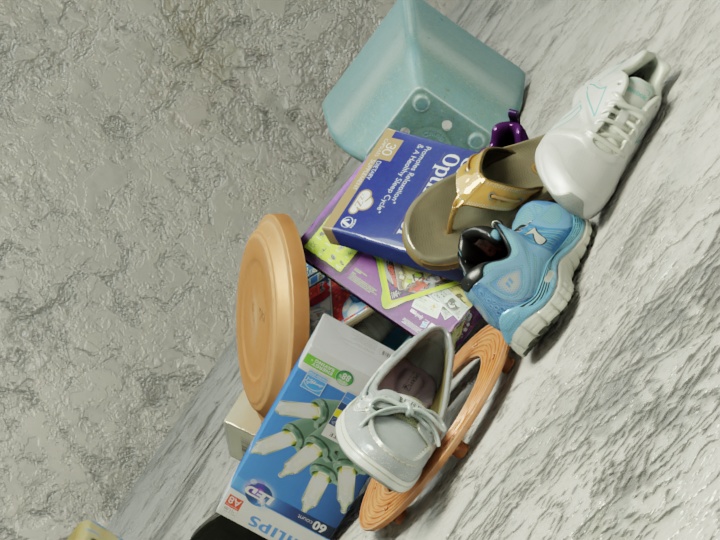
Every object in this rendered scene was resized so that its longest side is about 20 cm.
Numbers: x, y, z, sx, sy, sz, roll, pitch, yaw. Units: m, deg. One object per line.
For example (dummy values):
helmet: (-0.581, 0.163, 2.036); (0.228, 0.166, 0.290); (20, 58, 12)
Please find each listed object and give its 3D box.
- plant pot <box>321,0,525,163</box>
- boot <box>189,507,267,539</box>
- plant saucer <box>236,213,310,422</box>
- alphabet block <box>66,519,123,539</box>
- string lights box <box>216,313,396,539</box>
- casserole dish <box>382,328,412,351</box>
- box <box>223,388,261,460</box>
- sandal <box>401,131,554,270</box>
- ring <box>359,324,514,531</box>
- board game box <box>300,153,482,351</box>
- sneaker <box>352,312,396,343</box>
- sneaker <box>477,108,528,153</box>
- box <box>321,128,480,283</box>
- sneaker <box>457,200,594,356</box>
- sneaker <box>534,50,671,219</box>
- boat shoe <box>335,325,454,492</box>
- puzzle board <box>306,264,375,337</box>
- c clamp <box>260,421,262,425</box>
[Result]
plant pot: (0.079, -0.187, 2.020); (0.196, 0.196, 0.200); (-51, 16, 22)
boot: (-0.079, 0.193, 1.576); (0.200, 0.069, 0.174); (-43, 13, 18)
plant saucer: (-0.086, 0.047, 1.541); (0.200, 0.032, 0.201); (180, 90, -73)
alphabet block: (-0.219, 0.356, 1.400); (0.197, 0.195, 0.200); (-57, 8, -2)
string lights box: (-0.035, 0.147, 1.415); (0.200, 0.102, 0.059); (-61, 3, 29)
casserole dish: (0.049, 0.067, 1.598); (0.200, 0.039, 0.121); (-46, 11, 46)
box: (-0.069, 0.126, 1.839); (0.200, 0.077, 0.095); (-58, -17, -28)
sandal: (0.120, -0.074, 1.384); (0.199, 0.080, 0.054); (-29, -30, -9)
ring: (0.063, 0.126, 1.306); (0.201, 0.019, 0.200); (-54, 6, 9)
board game box: (0.042, -0.015, 1.477); (0.120, 0.200, 0.032); (-53, -38, -3)
sneaker: (0.008, 0.032, 1.630); (0.092, 0.076, 0.200); (-31, 20, 13)
sneaker: (0.108, -0.059, 1.516); (0.074, 0.088, 0.200); (3, 46, 31)
box: (0.078, -0.052, 1.443); (0.121, 0.199, 0.032); (-57, -34, -22)
sneaker: (0.123, -0.016, 1.278); (0.078, 0.090, 0.200); (-51, 5, 24)
sneaker: (0.201, -0.119, 1.342); (0.080, 0.070, 0.201); (-44, 11, 42)
boat shoe: (0.034, 0.102, 1.252); (0.065, 0.074, 0.202); (-57, -1, 22)
puzzle board: (0.000, 0.000, 1.579); (0.150, 0.017, 0.200); (-33, 19, 9)
c clamp: (-0.056, 0.110, 1.703); (0.200, 0.027, 0.172); (6, -81, -71)
